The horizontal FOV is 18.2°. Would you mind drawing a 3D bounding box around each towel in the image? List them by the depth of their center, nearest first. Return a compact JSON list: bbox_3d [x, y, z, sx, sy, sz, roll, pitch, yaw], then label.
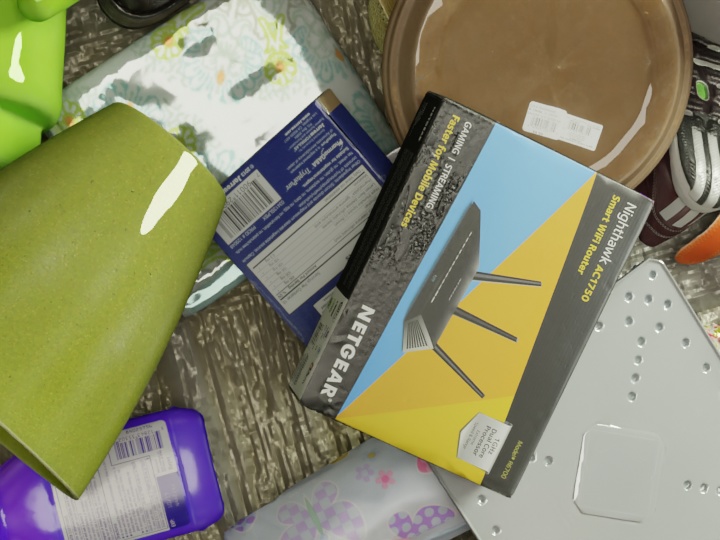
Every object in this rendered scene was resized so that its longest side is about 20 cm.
[{"bbox_3d":[-0.091,-0.086,1.477,0.199,0.048,0.172,-33,93,-5],"label":"towel"}]

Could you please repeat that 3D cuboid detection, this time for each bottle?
[{"bbox_3d":[-0.190,0.149,1.453,0.198,0.065,0.084,-15,87,-5],"label":"bottle"}]

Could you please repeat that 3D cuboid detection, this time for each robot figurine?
[{"bbox_3d":[-0.244,-0.157,1.422,0.174,0.115,0.202,-8,74,29],"label":"robot figurine"}]

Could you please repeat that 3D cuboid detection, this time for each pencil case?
[{"bbox_3d":[0.010,0.162,1.462,0.199,0.083,0.091,-29,69,-4],"label":"pencil case"}]

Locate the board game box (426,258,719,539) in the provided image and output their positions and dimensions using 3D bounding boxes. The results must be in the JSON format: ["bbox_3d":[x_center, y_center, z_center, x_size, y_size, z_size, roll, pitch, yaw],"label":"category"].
[{"bbox_3d":[0.161,0.128,1.437,0.199,0.026,0.201,-36,100,-13],"label":"board game box"}]

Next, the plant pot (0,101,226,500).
[{"bbox_3d":[-0.179,0.003,1.370,0.187,0.187,0.200,41,78,-3],"label":"plant pot"}]

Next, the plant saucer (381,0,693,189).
[{"bbox_3d":[0.112,-0.124,1.375,0.198,0.029,0.202,-2,102,-10],"label":"plant saucer"}]

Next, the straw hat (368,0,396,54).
[{"bbox_3d":[0.054,-0.167,1.468,0.200,0.085,0.203,19,57,-33],"label":"straw hat"}]

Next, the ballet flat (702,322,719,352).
[{"bbox_3d":[0.184,0.115,1.491,0.076,0.064,0.200,45,85,-4],"label":"ballet flat"}]

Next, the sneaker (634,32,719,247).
[{"bbox_3d":[0.194,-0.105,1.494,0.075,0.116,0.201,18,52,-21],"label":"sneaker"}]

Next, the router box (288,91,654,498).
[{"bbox_3d":[0.066,0.014,1.353,0.148,0.051,0.201,24,95,-14],"label":"router box"}]

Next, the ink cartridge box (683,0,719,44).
[{"bbox_3d":[0.236,-0.231,1.430,0.199,0.083,0.147,31,70,33],"label":"ink cartridge box"}]

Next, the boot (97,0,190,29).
[{"bbox_3d":[-0.086,-0.236,1.407,0.069,0.174,0.200,42,69,-2],"label":"boot"}]

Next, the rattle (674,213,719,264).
[{"bbox_3d":[0.296,-0.084,1.471,0.130,0.143,0.201,44,76,-27],"label":"rattle"}]

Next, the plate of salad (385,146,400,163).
[{"bbox_3d":[0.070,-0.006,1.476,0.198,0.048,0.202,-4,116,-8],"label":"plate of salad"}]

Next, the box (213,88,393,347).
[{"bbox_3d":[0.000,0.000,1.422,0.121,0.032,0.200,-39,93,26],"label":"box"}]
